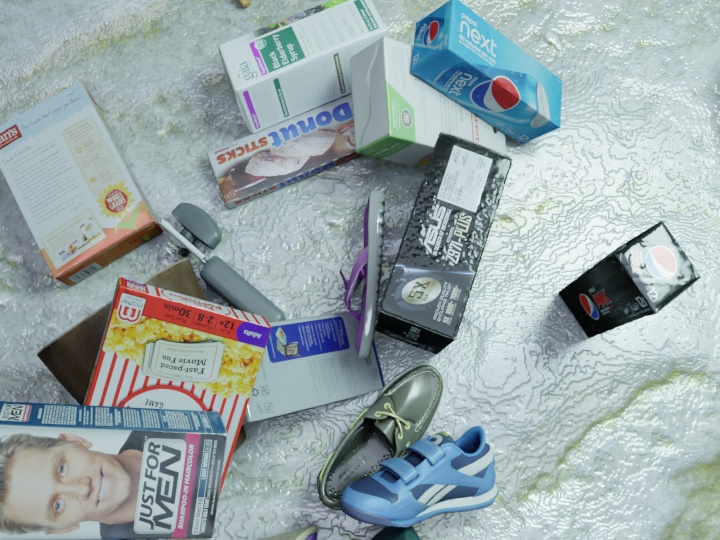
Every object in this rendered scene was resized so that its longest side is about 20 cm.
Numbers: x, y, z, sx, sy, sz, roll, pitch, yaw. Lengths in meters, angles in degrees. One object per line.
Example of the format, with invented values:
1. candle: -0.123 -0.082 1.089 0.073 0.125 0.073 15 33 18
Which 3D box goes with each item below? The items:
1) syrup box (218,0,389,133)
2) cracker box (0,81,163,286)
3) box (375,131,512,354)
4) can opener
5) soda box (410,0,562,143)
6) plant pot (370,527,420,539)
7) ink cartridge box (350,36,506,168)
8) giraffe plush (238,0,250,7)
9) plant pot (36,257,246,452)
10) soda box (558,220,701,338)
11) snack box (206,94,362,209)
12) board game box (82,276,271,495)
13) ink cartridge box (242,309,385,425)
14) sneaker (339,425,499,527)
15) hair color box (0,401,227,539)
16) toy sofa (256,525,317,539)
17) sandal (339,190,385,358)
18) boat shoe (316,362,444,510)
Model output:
1. syrup box: -0.066 -0.256 0.916 0.195 0.082 0.080 -22 60 -5
2. cracker box: -0.345 -0.105 0.906 0.132 0.058 0.203 -29 81 -6
3. box: 0.087 -0.023 0.837 0.084 0.164 0.205 19 80 3
4. can opener: -0.162 -0.003 0.889 0.200 0.053 0.067 44 81 7
5. soda box: 0.151 -0.225 0.869 0.197 0.063 0.070 22 66 -34
6. plant pot: 0.033 0.359 0.744 0.140 0.200 0.143 -35 81 -6
7. ink cartridge box: 0.084 -0.187 0.890 0.196 0.067 0.121 6 76 -38
8. giraffe plush: -0.113 -0.444 0.918 0.195 0.162 0.177 -16 79 -4
9. plant pot: -0.213 0.123 0.816 0.185 0.187 0.203 -33 95 -6
10. soda box: 0.283 0.016 0.811 0.062 0.200 0.072 -32 80 -8
11. snack box: -0.088 -0.148 0.931 0.195 0.024 0.073 -23 78 -4
12. board game box: -0.186 0.126 0.718 0.148 0.046 0.205 16 95 -22
13. ink cartridge box: -0.063 0.105 0.843 0.196 0.039 0.102 -4 75 -41
14. sneaker: 0.064 0.218 0.804 0.195 0.073 0.085 -4 99 -31
15. hair color box: -0.222 0.177 0.657 0.195 0.060 0.103 7 97 -21
16. toy sofa: -0.093 0.322 0.752 0.095 0.200 0.085 -14 78 2
17. sandal: 0.000 0.004 0.875 0.048 0.083 0.208 5 64 2
18. boat shoe: 0.026 0.187 0.848 0.072 0.060 0.202 42 82 7
